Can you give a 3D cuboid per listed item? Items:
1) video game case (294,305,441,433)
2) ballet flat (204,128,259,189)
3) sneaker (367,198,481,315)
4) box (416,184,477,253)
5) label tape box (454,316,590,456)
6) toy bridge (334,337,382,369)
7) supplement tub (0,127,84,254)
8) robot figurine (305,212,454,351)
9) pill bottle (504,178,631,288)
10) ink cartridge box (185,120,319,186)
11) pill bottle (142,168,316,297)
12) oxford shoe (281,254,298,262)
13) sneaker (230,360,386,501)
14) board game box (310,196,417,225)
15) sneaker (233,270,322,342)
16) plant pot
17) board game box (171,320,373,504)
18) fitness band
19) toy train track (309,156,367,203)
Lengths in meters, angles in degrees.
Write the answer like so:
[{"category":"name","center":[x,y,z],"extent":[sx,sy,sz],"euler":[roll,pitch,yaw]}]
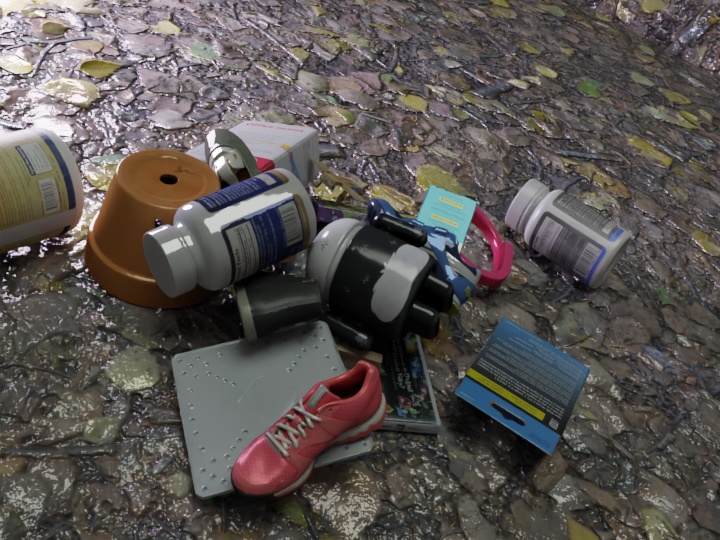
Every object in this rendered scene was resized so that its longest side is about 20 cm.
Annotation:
[{"category":"video game case","center":[0.004,0.126,1.034],"extent":[0.178,0.024,0.202],"euler":[8,38,-15]},{"category":"ballet flat","center":[-0.169,-0.117,1.080],"extent":[0.202,0.067,0.064],"euler":[63,10,10]},{"category":"sneaker","center":[0.089,-0.032,1.101],"extent":[0.082,0.074,0.200],"euler":[-41,84,-13]},{"category":"box","center":[0.106,-0.023,1.164],"extent":[0.081,0.049,0.203],"euler":[20,67,4]},{"category":"label tape box","center":[0.211,0.167,1.042],"extent":[0.143,0.064,0.200],"euler":[31,38,14]},{"category":"toy bridge","center":[-0.005,0.112,1.004],"extent":[0.066,0.028,0.201],"euler":[16,38,-3]},{"category":"supplement tub","center":[-0.472,-0.093,0.985],"extent":[0.144,0.146,0.199],"euler":[38,40,24]},{"category":"robot figurine","center":[0.023,0.014,1.015],"extent":[0.198,0.126,0.150],"euler":[26,33,14]},{"category":"pill bottle","center":[0.360,-0.069,1.364],"extent":[0.199,0.115,0.113],"euler":[37,40,21]},{"category":"ink cartridge box","center":[-0.169,-0.164,1.227],"extent":[0.145,0.087,0.200],"euler":[12,29,22]},{"category":"pill bottle","center":[-0.161,-0.044,0.961],"extent":[0.198,0.112,0.111],"euler":[-26,55,-31]},{"category":"oxford shoe","center":[-0.123,-0.068,1.195],"extent":[0.074,0.059,0.201],"euler":[-11,26,-1]},{"category":"sneaker","center":[-0.056,0.158,0.818],"extent":[0.199,0.088,0.073],"euler":[-31,51,-29]},{"category":"board game box","center":[0.017,-0.084,1.255],"extent":[0.196,0.033,0.120],"euler":[9,6,-13]},{"category":"sneaker","center":[-0.108,0.033,1.004],"extent":[0.104,0.076,0.200],"euler":[-12,20,-9]},{"category":"plant pot","center":[-0.268,-0.068,1.053],"extent":[0.196,0.142,0.202],"euler":[12,38,-9]},{"category":"board game box","center":[-0.107,0.157,0.901],"extent":[0.196,0.026,0.201],"euler":[-12,46,-14]},{"category":"fitness band","center":[0.188,-0.046,1.283],"extent":[0.143,0.037,0.201],"euler":[38,33,-9]},{"category":"toy train track","center":[-0.034,-0.136,1.283],"extent":[0.114,0.033,0.200],"euler":[41,11,8]}]
